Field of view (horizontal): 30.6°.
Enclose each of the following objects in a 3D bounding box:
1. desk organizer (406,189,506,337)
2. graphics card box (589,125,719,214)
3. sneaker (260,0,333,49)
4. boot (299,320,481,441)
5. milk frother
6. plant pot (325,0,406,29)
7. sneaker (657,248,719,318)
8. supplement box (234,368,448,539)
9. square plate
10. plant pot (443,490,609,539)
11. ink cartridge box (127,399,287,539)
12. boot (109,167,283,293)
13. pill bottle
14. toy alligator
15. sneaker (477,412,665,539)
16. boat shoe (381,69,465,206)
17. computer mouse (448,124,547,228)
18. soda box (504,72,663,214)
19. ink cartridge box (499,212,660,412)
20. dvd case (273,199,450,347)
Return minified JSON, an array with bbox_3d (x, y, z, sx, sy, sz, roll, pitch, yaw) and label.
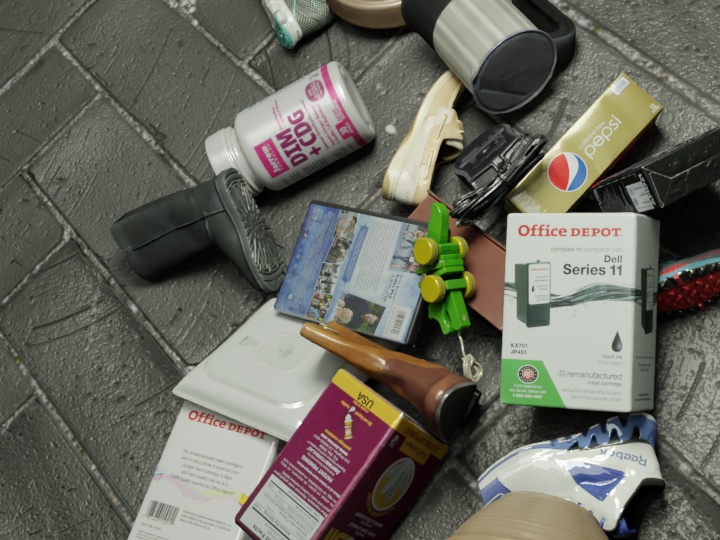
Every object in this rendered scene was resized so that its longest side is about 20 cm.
[{"bbox_3d":[0.130,-0.001,1.511,0.077,0.072,0.200,-49,54,-2],"label":"desk organizer"},{"bbox_3d":[0.329,-0.103,1.385,0.125,0.200,0.051,-26,89,-6],"label":"graphics card box"},{"bbox_3d":[-0.097,-0.395,1.847,0.091,0.078,0.201,-22,58,-6],"label":"sneaker"},{"bbox_3d":[0.029,0.099,1.404,0.199,0.188,0.069,29,99,11],"label":"boot"},{"bbox_3d":[0.162,-0.333,1.585,0.180,0.201,0.188,-27,51,-11],"label":"milk frother"},{"bbox_3d":[0.027,-0.446,1.719,0.198,0.175,0.202,-6,59,10],"label":"plant pot"},{"bbox_3d":[0.306,0.001,1.420,0.199,0.079,0.096,-18,55,16],"label":"sneaker"},{"bbox_3d":[-0.018,0.228,1.414,0.103,0.131,0.201,34,87,34],"label":"supplement box"},{"bbox_3d":[-0.087,0.106,1.529,0.197,0.029,0.200,18,43,32],"label":"square plate"},{"bbox_3d":[0.173,0.274,1.264,0.199,0.201,0.093,4,61,28],"label":"plant pot"},{"bbox_3d":[-0.162,0.262,1.502,0.144,0.084,0.201,10,68,29],"label":"ink cartridge box"},{"bbox_3d":[-0.210,-0.024,1.682,0.199,0.066,0.166,-21,93,29],"label":"boot"},{"bbox_3d":[-0.091,-0.173,1.685,0.199,0.113,0.114,-27,55,11],"label":"pill bottle"},{"bbox_3d":[0.090,0.028,1.446,0.054,0.059,0.202,-18,80,49],"label":"toy alligator"},{"bbox_3d":[0.222,0.230,1.335,0.198,0.081,0.116,-23,54,11],"label":"sneaker"},{"bbox_3d":[0.094,-0.158,1.620,0.069,0.074,0.201,23,66,10],"label":"boat shoe"},{"bbox_3d":[0.158,-0.113,1.527,0.138,0.053,0.200,-41,14,10],"label":"computer mouse"},{"bbox_3d":[0.254,-0.127,1.510,0.064,0.068,0.200,43,87,10],"label":"soda box"},{"bbox_3d":[0.226,0.041,1.357,0.146,0.083,0.202,0,86,29],"label":"ink cartridge box"},{"bbox_3d":[0.000,0.000,1.535,0.199,0.018,0.144,13,79,35],"label":"dvd case"}]
